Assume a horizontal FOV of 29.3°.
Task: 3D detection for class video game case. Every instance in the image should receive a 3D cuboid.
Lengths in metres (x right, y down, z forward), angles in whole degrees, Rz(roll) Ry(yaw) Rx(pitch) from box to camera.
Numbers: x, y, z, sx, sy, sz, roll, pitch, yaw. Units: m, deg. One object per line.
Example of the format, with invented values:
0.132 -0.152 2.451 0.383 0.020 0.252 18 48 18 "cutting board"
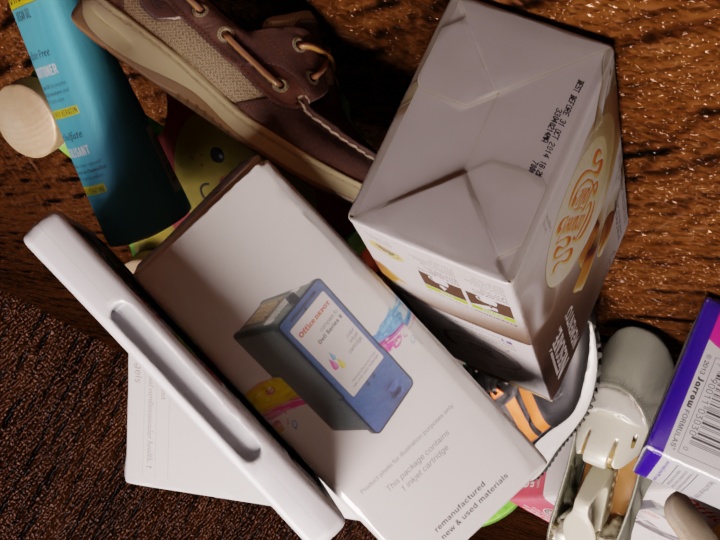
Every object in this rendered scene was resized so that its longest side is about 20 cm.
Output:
-0.085 0.049 0.672 0.182 0.023 0.200 48 175 -4 "video game case"

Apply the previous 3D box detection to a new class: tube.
-0.153 -0.113 0.737 0.077 0.050 0.201 -1 116 56 "tube"

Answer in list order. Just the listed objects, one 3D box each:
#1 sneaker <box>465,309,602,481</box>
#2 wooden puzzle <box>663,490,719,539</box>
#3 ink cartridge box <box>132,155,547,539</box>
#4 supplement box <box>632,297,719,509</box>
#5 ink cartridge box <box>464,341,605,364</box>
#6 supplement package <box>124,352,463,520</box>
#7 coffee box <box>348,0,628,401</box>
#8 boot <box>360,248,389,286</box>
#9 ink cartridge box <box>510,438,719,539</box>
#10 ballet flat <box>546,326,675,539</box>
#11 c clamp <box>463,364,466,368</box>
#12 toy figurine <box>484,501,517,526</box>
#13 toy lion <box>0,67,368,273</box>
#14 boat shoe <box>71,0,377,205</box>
0.101 0.084 0.952 0.090 0.070 0.200 3 142 -10 "sneaker"
0.282 0.240 0.930 0.186 0.046 0.200 57 -176 29 "wooden puzzle"
-0.018 0.043 0.695 0.200 0.087 0.145 49 174 -8 "ink cartridge box"
0.277 0.109 0.820 0.199 0.102 0.103 23 168 13 "supplement box"
0.171 0.090 1.082 0.199 0.050 0.161 22 167 27 "ink cartridge box"
-0.040 0.081 0.899 0.199 0.118 0.117 6 -168 15 "supplement package"
0.070 -0.024 0.656 0.079 0.115 0.200 22 166 19 "coffee box"
0.000 0.000 0.878 0.199 0.107 0.075 18 130 22 "boot"
0.237 0.164 1.068 0.145 0.085 0.200 31 151 -28 "ink cartridge box"
0.173 0.135 0.955 0.067 0.064 0.201 24 124 27 "ballet flat"
0.045 0.022 0.997 0.170 0.027 0.200 11 143 25 "c clamp"
0.108 0.159 1.234 0.199 0.151 0.184 0 171 9 "toy figurine"
-0.090 -0.068 0.792 0.191 0.069 0.200 -30 99 38 "toy lion"
-0.043 -0.096 0.676 0.200 0.072 0.072 34 -176 5 "boat shoe"
